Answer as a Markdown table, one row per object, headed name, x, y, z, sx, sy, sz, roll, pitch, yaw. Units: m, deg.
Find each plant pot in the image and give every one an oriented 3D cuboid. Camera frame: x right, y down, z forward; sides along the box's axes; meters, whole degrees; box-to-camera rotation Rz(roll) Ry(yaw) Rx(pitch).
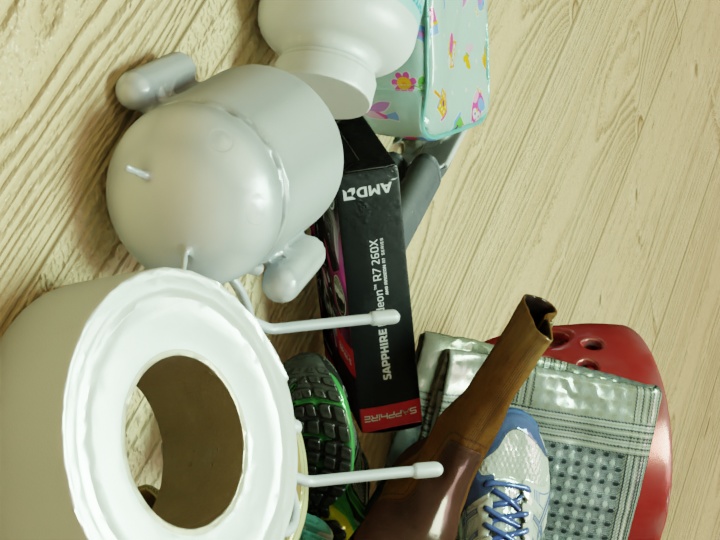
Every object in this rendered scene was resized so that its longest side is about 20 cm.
| name | x | y | z | sx | sy | sz | roll | pitch | yaw |
| --- | --- | --- | --- | --- | --- | --- | --- | --- | --- |
| plant pot | 0.126 | 0.144 | 1.894 | 0.200 | 0.182 | 0.201 | 178 | -90 | -76 |

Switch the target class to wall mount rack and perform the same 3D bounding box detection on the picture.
| name | x | y | z | sx | sy | sz | roll | pitch | yaw |
| --- | --- | --- | --- | --- | --- | --- | --- | --- | --- |
| wall mount rack | -0.035 | 0.074 | 1.561 | 0.174 | 0.074 | 0.201 | 24 | 45 | -53 |

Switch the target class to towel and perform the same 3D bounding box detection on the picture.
| name | x | y | z | sx | sy | sz | roll | pitch | yaw |
| --- | --- | --- | --- | --- | --- | --- | --- | --- | --- |
| towel | 0.111 | 0.156 | 1.775 | 0.035 | 0.199 | 0.193 | -133 | -123 | -75 |

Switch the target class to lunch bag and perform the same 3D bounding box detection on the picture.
| name | x | y | z | sx | sy | sz | roll | pitch | yaw |
| --- | --- | --- | --- | --- | --- | --- | --- | --- | --- |
| lunch bag | 0.045 | -0.196 | 1.830 | 0.160 | 0.077 | 0.201 | -27 | 119 | -67 |

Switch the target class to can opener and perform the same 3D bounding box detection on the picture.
| name | x | y | z | sx | sy | sz | roll | pitch | yaw |
| --- | --- | --- | --- | --- | --- | --- | --- | --- | --- |
| can opener | 0.039 | -0.057 | 1.871 | 0.200 | 0.053 | 0.067 | -62 | 148 | -44 |

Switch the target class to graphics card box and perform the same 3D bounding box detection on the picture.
| name | x | y | z | sx | sy | sz | roll | pitch | yaw |
| --- | --- | --- | --- | --- | --- | --- | --- | --- | --- |
| graphics card box | 0.000 | 0.000 | 1.709 | 0.126 | 0.051 | 0.201 | -118 | -159 | -64 |

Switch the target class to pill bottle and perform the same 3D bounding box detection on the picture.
| name | x | y | z | sx | sy | sz | roll | pitch | yaw |
| --- | --- | --- | --- | --- | --- | --- | --- | --- | --- |
| pill bottle | -0.007 | -0.208 | 1.649 | 0.111 | 0.110 | 0.201 | 50 | 47 | -60 |

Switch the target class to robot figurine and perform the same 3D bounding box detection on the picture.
| name | x | y | z | sx | sy | sz | roll | pitch | yaw |
| --- | --- | --- | --- | --- | --- | --- | --- | --- | --- |
| robot figurine | -0.082 | -0.058 | 1.477 | 0.170 | 0.113 | 0.200 | 51 | 28 | 1 |

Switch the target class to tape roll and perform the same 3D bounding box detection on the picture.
| name | x | y | z | sx | sy | sz | roll | pitch | yaw |
| --- | --- | --- | --- | --- | --- | --- | --- | --- | --- |
| tape roll | -0.123 | 0.100 | 1.377 | 0.202 | 0.071 | 0.203 | 16 | 69 | -49 |

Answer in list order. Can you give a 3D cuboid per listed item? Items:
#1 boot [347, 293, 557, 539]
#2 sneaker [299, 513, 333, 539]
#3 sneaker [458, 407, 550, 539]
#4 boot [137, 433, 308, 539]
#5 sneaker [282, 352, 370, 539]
| name | x | y | z | sx | sy | sz | roll | pitch | yaw |
| --- | --- | --- | --- | --- | --- | --- | --- | --- | --- |
| boot | 0.076 | 0.124 | 1.637 | 0.200 | 0.068 | 0.188 | -54 | -179 | 18 |
| sneaker | -0.064 | 0.264 | 1.642 | 0.091 | 0.077 | 0.200 | 84 | 27 | -46 |
| sneaker | 0.105 | 0.200 | 1.723 | 0.088 | 0.075 | 0.201 | -148 | -116 | -76 |
| boot | -0.100 | 0.155 | 1.533 | 0.155 | 0.073 | 0.201 | 51 | 50 | -58 |
| sneaker | -0.034 | 0.132 | 1.708 | 0.085 | 0.078 | 0.200 | -72 | 164 | -48 |
